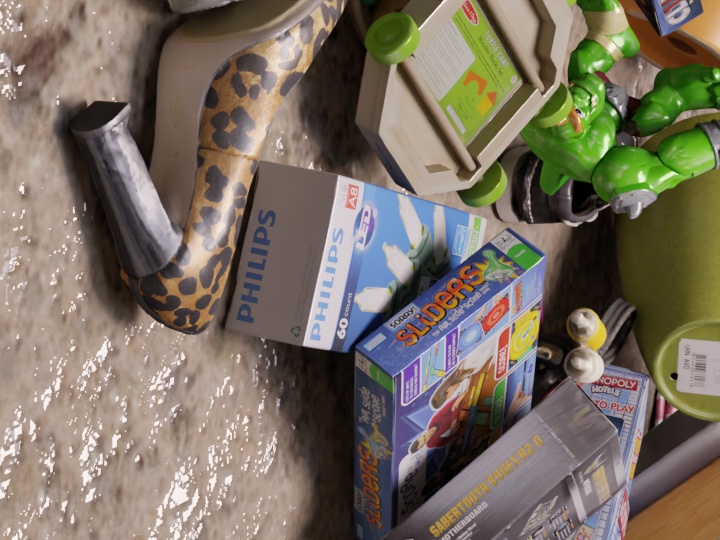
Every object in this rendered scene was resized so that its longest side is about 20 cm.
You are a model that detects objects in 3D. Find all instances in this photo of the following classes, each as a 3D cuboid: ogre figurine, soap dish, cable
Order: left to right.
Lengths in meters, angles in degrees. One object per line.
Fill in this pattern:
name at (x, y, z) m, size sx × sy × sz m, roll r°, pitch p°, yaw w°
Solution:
cable at (0.159, 0.069, 1.643) m, size 0.200 × 0.050 × 0.098 m, roll -3°, pitch 110°, yaw -67°
ogre figurine at (0.166, -0.111, 1.622) m, size 0.120 × 0.200 × 0.098 m, roll -48°, pitch 180°, yaw -21°
soap dish at (0.274, 0.152, 1.860) m, size 0.081 × 0.200 × 0.157 m, roll 48°, pitch 39°, yaw -1°

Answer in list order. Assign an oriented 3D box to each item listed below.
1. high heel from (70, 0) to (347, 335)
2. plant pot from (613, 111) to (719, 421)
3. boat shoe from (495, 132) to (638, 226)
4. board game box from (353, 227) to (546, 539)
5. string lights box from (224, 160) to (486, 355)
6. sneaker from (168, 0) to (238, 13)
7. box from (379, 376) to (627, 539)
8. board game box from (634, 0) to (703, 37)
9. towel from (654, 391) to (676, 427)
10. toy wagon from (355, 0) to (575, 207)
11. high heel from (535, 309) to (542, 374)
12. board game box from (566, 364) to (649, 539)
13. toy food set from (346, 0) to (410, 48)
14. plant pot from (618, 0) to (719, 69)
high heel at (-0.063, -0.065, 1.300) m, size 0.200 × 0.071 × 0.143 m, roll -38°, pitch 125°, yaw -31°
plant pot at (0.270, 0.015, 1.771) m, size 0.200 × 0.186 × 0.188 m, roll -72°, pitch 154°, yaw -51°
boat shoe at (0.166, -0.073, 1.741) m, size 0.200 × 0.060 × 0.074 m, roll -16°, pitch 111°, yaw -59°
board game box at (0.054, 0.082, 1.496) m, size 0.135 × 0.034 × 0.200 m, roll -37°, pitch 149°, yaw -28°
string lights box at (0.000, 0.000, 1.452) m, size 0.200 × 0.059 × 0.103 m, roll 12°, pitch 90°, yaw -62°
sneaker at (-0.056, -0.201, 1.310) m, size 0.200 × 0.070 × 0.080 m, roll -49°, pitch 122°, yaw -50°
box at (0.097, 0.156, 1.543) m, size 0.158 × 0.048 × 0.200 m, roll -42°, pitch 164°, yaw -3°
board game box at (0.145, -0.257, 1.525) m, size 0.035 × 0.200 × 0.136 m, roll -33°, pitch 156°, yaw 2°
towel at (0.303, 0.060, 2.057) m, size 0.146 × 0.030 × 0.201 m, roll 26°, pitch 74°, yaw -59°
toy wagon at (0.081, -0.139, 1.460) m, size 0.200 × 0.040 × 0.155 m, roll -50°, pitch 138°, yaw -14°
high heel at (0.108, 0.075, 1.657) m, size 0.096 × 0.067 × 0.201 m, roll -13°, pitch 110°, yaw -55°
board game box at (0.164, 0.176, 1.742) m, size 0.200 × 0.061 × 0.201 m, roll 60°, pitch 44°, yaw -72°
toy food set at (0.045, -0.212, 1.497) m, size 0.200 × 0.048 × 0.198 m, roll -53°, pitch 140°, yaw -42°
plant pot at (0.280, -0.241, 1.799) m, size 0.184 × 0.200 × 0.200 m, roll -59°, pitch 147°, yaw -8°
